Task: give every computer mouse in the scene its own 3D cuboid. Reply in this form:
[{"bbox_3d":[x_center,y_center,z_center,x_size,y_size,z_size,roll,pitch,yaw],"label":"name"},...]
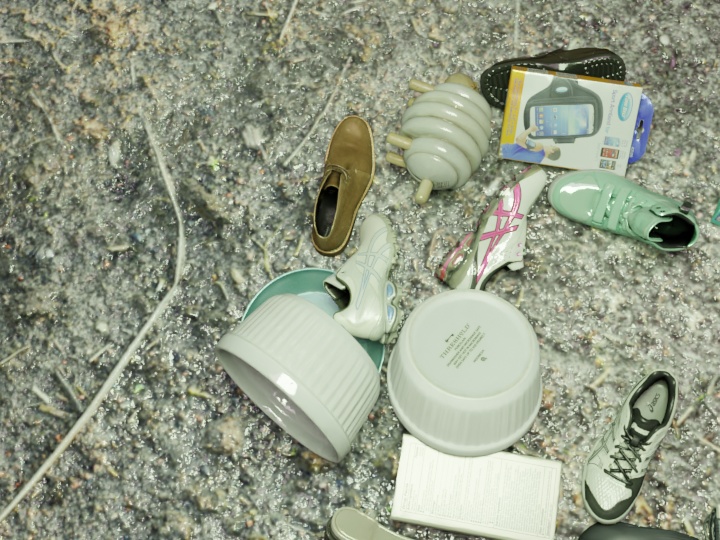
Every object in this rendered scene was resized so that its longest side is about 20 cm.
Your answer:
[{"bbox_3d":[0.357,0.345,1.115,0.195,0.053,0.142,3,75,5],"label":"computer mouse"}]

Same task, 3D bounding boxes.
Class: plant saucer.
[{"bbox_3d":[-0.064,0.099,1.227,0.195,0.036,0.205,-1,75,4],"label":"plant saucer"}]

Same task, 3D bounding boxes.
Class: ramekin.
[{"bbox_3d":[-0.068,0.120,1.106,0.199,0.201,0.105,37,70,13],"label":"ramekin"},{"bbox_3d":[0.130,0.114,1.141,0.197,0.095,0.206,0,52,-1],"label":"ramekin"}]

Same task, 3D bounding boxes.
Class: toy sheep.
[{"bbox_3d":[0.107,-0.176,1.245,0.135,0.138,0.203,19,73,9],"label":"toy sheep"}]

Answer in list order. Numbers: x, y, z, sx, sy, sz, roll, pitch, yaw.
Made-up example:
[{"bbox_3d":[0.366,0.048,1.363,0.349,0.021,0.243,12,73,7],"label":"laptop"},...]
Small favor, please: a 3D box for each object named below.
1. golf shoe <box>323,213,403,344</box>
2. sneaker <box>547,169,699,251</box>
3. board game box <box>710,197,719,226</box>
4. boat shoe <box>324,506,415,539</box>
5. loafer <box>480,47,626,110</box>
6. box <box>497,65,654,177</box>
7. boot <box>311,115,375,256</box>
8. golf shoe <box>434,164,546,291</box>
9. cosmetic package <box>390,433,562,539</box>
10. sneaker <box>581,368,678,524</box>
[{"bbox_3d":[0.000,0.000,1.195,0.095,0.079,0.203,5,45,-9],"label":"golf shoe"},{"bbox_3d":[0.338,-0.079,1.196,0.196,0.118,0.075,14,104,8],"label":"sneaker"},{"bbox_3d":[0.583,-0.094,1.226,0.197,0.045,0.154,26,78,11],"label":"board game box"},{"bbox_3d":[0.044,0.360,1.141,0.198,0.058,0.067,31,42,8],"label":"boat shoe"},{"bbox_3d":[0.265,-0.268,1.297,0.195,0.074,0.072,-2,30,11],"label":"loafer"},{"bbox_3d":[0.289,-0.198,1.252,0.195,0.042,0.122,10,110,9],"label":"box"},{"bbox_3d":[-0.024,-0.125,1.268,0.072,0.076,0.204,10,74,9],"label":"boot"},{"bbox_3d":[0.189,-0.046,1.234,0.092,0.073,0.201,38,90,8],"label":"golf shoe"},{"bbox_3d":[0.140,0.271,1.142,0.195,0.073,0.106,10,74,7],"label":"cosmetic package"},{"bbox_3d":[0.325,0.206,1.132,0.075,0.088,0.202,23,73,18],"label":"sneaker"}]
